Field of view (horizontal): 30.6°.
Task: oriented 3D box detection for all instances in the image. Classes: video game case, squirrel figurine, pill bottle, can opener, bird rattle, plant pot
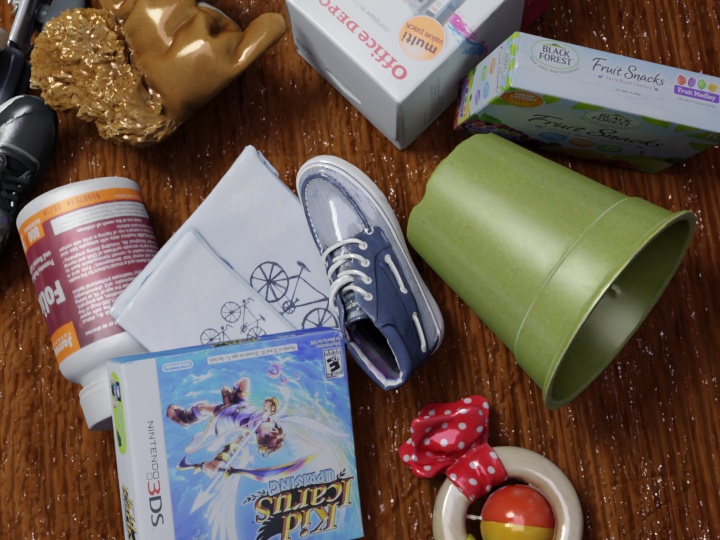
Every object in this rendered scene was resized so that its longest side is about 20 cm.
[{"bbox_3d":[-0.100,0.149,1.084,0.200,0.045,0.182,-8,95,-28],"label":"video game case"},{"bbox_3d":[-0.199,-0.215,1.145,0.200,0.142,0.187,-44,102,-12],"label":"squirrel figurine"},{"bbox_3d":[-0.219,0.030,1.145,0.114,0.114,0.200,-20,78,-1],"label":"pill bottle"},{"bbox_3d":[-0.316,-0.185,1.224,0.066,0.053,0.200,18,80,7],"label":"can opener"},{"bbox_3d":[0.108,0.208,1.123,0.163,0.113,0.200,9,66,-7],"label":"bird rattle"},{"bbox_3d":[0.148,-0.019,1.116,0.190,0.200,0.200,38,83,22],"label":"plant pot"}]

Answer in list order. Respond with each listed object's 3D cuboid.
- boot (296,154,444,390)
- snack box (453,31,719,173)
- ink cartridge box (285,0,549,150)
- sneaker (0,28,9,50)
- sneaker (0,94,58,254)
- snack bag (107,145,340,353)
[{"bbox_3d":[0.000,0.000,1.107,0.073,0.090,0.200,-30,98,30],"label":"boot"},{"bbox_3d":[0.196,-0.139,1.119,0.200,0.142,0.053,10,78,-13],"label":"snack box"},{"bbox_3d":[0.053,-0.238,1.170,0.145,0.145,0.200,43,85,9],"label":"ink cartridge box"},{"bbox_3d":[-0.370,-0.167,1.162,0.074,0.200,0.118,23,83,-20],"label":"sneaker"},{"bbox_3d":[-0.321,-0.058,1.166,0.200,0.076,0.088,-57,39,4],"label":"sneaker"},{"bbox_3d":[-0.087,0.024,1.128,0.189,0.021,0.200,45,68,-20],"label":"snack bag"}]
